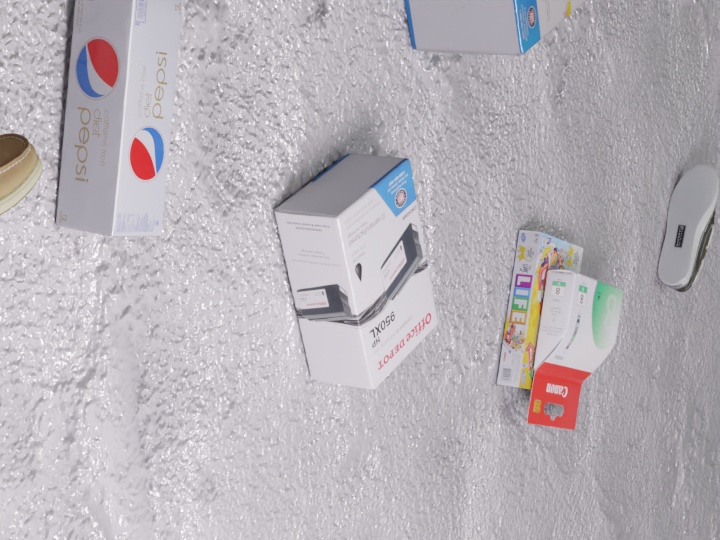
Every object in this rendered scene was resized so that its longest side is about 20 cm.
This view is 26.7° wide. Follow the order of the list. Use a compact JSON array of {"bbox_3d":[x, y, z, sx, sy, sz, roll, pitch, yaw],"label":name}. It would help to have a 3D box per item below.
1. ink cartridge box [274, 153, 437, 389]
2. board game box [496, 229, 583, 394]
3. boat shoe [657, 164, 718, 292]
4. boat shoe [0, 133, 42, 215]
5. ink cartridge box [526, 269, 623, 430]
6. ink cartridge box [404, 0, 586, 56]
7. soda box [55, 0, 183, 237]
[{"bbox_3d":[0.000,0.000,1.574,0.145,0.084,0.202,-41,129,-45],"label":"ink cartridge box"},{"bbox_3d":[0.237,0.057,1.993,0.134,0.034,0.202,14,84,-57],"label":"board game box"},{"bbox_3d":[0.518,-0.066,2.378,0.064,0.070,0.202,24,83,-55],"label":"boat shoe"},{"bbox_3d":[-0.311,-0.064,1.097,0.200,0.073,0.067,-39,132,-47],"label":"boat shoe"},{"bbox_3d":[0.284,0.109,2.001,0.160,0.050,0.202,15,80,-57],"label":"ink cartridge box"},{"bbox_3d":[0.155,-0.347,1.695,0.200,0.144,0.148,-41,129,-46],"label":"ink cartridge box"},{"bbox_3d":[-0.200,-0.131,1.254,0.063,0.068,0.202,-1,99,-57],"label":"soda box"}]
